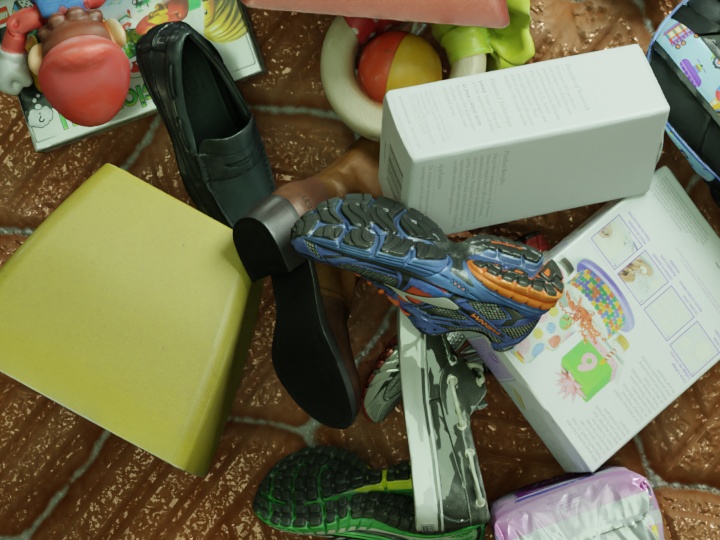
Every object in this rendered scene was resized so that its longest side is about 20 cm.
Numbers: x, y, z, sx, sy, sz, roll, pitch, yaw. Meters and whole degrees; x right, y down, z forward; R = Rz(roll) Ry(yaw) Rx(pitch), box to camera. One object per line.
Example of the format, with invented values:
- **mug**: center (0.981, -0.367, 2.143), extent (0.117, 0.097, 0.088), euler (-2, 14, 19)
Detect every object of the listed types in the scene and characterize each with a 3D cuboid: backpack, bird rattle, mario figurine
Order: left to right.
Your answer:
- **mario figurine**: center (-0.231, -0.207, 1.422), extent (0.123, 0.106, 0.201), euler (-25, 76, 41)
- **bird rattle**: center (0.032, -0.180, 1.389), extent (0.199, 0.113, 0.164), euler (19, 77, 0)
- **backpack**: center (0.315, -0.133, 1.367), extent (0.183, 0.135, 0.200), euler (-45, 88, 5)

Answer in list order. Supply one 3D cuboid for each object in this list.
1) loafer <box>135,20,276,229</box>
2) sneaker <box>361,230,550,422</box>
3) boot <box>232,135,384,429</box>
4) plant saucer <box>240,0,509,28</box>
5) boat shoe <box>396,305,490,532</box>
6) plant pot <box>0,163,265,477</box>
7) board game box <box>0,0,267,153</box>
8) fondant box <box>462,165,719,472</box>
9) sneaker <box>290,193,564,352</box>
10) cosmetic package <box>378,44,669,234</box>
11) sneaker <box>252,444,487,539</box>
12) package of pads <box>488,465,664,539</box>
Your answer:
- **loafer**: center (-0.112, -0.102, 1.413), extent (0.068, 0.070, 0.201), euler (-35, 113, -24)
- **sneaker**: center (0.083, 0.058, 1.424), extent (0.200, 0.078, 0.082), euler (-38, 90, 5)
- **boot**: center (0.000, 0.000, 1.393), extent (0.068, 0.200, 0.189), euler (-17, 103, 43)
- **plant saucer**: center (0.010, -0.263, 1.356), extent (0.198, 0.201, 0.037), euler (4, 133, -7)
- **boat shoe**: center (0.063, 0.093, 1.352), extent (0.063, 0.071, 0.202), euler (-6, 90, 1)
- **plant pot**: center (-0.175, 0.033, 1.398), extent (0.199, 0.200, 0.177), euler (27, 83, 4)
- **board game box**: center (-0.189, -0.187, 1.461), extent (0.199, 0.035, 0.127), euler (-19, 90, 5)
- **fondant box**: center (0.197, 0.038, 1.383), extent (0.200, 0.058, 0.145), euler (-39, 95, -17)
- **sneaker**: center (0.042, 0.009, 1.283), extent (0.199, 0.075, 0.079), euler (19, 119, -5)
- **cosmetic package**: center (0.118, -0.094, 1.328), extent (0.199, 0.102, 0.074), euler (-12, 56, -12)
- **sneaker**: center (0.006, 0.197, 1.432), extent (0.199, 0.085, 0.078), euler (5, 51, 23)
- **package of pads**: center (0.161, 0.196, 1.361), extent (0.120, 0.200, 0.076), euler (-16, 85, 2)
